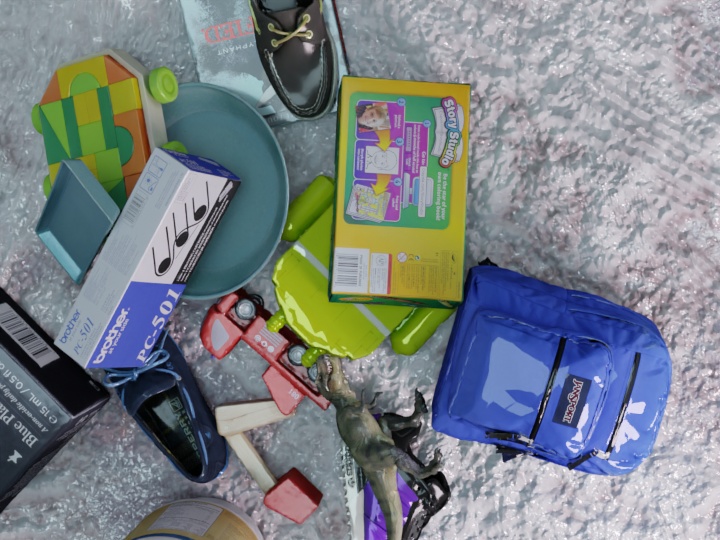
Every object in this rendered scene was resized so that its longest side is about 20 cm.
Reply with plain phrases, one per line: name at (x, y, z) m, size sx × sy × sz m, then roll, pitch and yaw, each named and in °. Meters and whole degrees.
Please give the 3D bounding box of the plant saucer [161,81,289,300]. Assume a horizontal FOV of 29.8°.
plant saucer at (-0.148, -0.074, 1.265) m, size 0.199 × 0.036 × 0.201 m, roll 2°, pitch 96°, yaw 24°

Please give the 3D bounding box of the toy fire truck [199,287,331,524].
toy fire truck at (-0.089, 0.127, 1.290) m, size 0.200 × 0.049 × 0.141 m, roll 40°, pitch 97°, yaw 1°

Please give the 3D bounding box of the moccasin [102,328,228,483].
moccasin at (-0.191, 0.112, 1.290) m, size 0.080 × 0.068 × 0.200 m, roll -40°, pitch 88°, yaw 8°

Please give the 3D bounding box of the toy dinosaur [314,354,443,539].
toy dinosaur at (0.026, 0.161, 1.230) m, size 0.088 × 0.047 × 0.201 m, roll -22°, pitch 85°, yaw 8°

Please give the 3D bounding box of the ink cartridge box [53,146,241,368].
ink cartridge box at (-0.189, -0.009, 1.207) m, size 0.044 × 0.094 × 0.201 m, roll 34°, pitch 101°, yaw 22°

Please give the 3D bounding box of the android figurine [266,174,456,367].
android figurine at (0.000, 0.000, 1.256) m, size 0.182 × 0.041 × 0.200 m, roll 42°, pitch 84°, yaw 1°

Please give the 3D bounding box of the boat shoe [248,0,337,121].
boat shoe at (-0.068, -0.235, 1.229) m, size 0.071 × 0.061 × 0.202 m, roll -12°, pitch 94°, yaw 7°

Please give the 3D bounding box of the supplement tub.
supplement tub at (-0.161, 0.292, 1.237) m, size 0.144 × 0.200 × 0.146 m, roll 0°, pitch 94°, yaw 6°

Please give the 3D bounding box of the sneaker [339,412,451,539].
sneaker at (0.038, 0.231, 1.276) m, size 0.099 × 0.070 × 0.201 m, roll -6°, pitch 95°, yaw 4°

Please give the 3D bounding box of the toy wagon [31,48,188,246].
toy wagon at (-0.232, -0.100, 1.258) m, size 0.154 × 0.040 × 0.201 m, roll -11°, pitch 88°, yaw 29°

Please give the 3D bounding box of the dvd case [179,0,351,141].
dvd case at (-0.093, -0.235, 1.273) m, size 0.145 × 0.022 × 0.201 m, roll -12°, pitch 95°, yaw 7°

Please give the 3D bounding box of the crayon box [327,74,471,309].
crayon box at (0.035, -0.070, 1.218) m, size 0.118 × 0.058 × 0.201 m, roll 4°, pitch 83°, yaw -4°

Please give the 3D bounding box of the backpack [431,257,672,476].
backpack at (0.174, 0.102, 1.205) m, size 0.199 × 0.168 × 0.163 m, roll 16°, pitch 103°, yaw 1°

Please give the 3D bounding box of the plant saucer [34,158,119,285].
plant saucer at (-0.258, -0.043, 1.235) m, size 0.019 × 0.200 × 0.070 m, roll -38°, pitch 89°, yaw -27°

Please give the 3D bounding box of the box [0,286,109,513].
box at (-0.385, 0.129, 1.289) m, size 0.197 × 0.117 × 0.200 m, roll 44°, pitch 99°, yaw 1°
